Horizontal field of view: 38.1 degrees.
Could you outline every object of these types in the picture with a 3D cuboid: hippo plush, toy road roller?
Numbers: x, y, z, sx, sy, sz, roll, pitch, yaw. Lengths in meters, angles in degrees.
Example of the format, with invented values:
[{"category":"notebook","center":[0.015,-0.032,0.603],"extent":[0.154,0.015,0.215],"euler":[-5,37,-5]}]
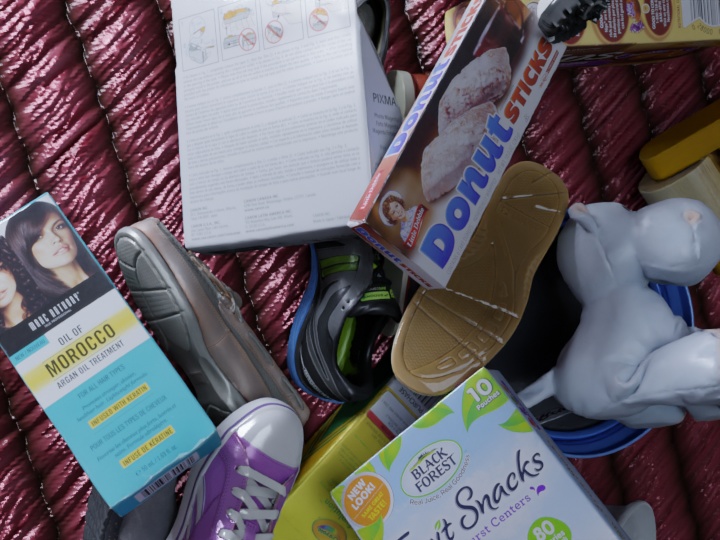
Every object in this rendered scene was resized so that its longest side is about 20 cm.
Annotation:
[{"category":"hippo plush","center":[0.207,0.031,0.787],"extent":[0.199,0.159,0.161],"euler":[-10,73,22]},{"category":"toy road roller","center":[0.339,-0.104,0.877],"extent":[0.200,0.146,0.123],"euler":[-32,104,22]}]

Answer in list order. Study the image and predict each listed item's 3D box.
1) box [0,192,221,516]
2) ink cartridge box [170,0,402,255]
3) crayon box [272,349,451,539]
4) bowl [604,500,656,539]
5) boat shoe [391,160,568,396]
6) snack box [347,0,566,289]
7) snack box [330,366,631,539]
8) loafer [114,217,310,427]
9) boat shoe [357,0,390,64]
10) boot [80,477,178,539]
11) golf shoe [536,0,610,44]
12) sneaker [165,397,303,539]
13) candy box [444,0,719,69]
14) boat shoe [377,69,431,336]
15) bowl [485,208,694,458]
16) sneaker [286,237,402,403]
[{"category":"box","center":[-0.180,0.053,0.680],"extent":[0.082,0.049,0.200],"euler":[-35,77,-15]},{"category":"ink cartridge box","center":[-0.052,-0.118,0.711],"extent":[0.057,0.162,0.201],"euler":[8,78,-56]},{"category":"crayon box","center":[0.016,0.165,0.790],"extent":[0.200,0.051,0.127],"euler":[-46,104,-13]},{"category":"bowl","center":[0.151,0.262,0.797],"extent":[0.201,0.090,0.202],"euler":[-32,128,-52]},{"category":"boat shoe","center":[0.086,0.013,0.759],"extent":[0.074,0.069,0.200],"euler":[35,68,5]},{"category":"snack box","center":[0.066,-0.090,0.673],"extent":[0.072,0.024,0.200],"euler":[38,68,-24]},{"category":"snack box","center":[0.094,0.186,0.691],"extent":[0.142,0.053,0.200],"euler":[-40,70,9]},{"category":"loafer","center":[-0.103,0.046,0.745],"extent":[0.063,0.072,0.200],"euler":[-37,109,-32]},{"category":"boat shoe","center":[-0.032,-0.116,0.760],"extent":[0.073,0.065,0.201],"euler":[18,86,-21]},{"category":"boot","center":[-0.130,0.192,0.741],"extent":[0.131,0.070,0.201],"euler":[26,89,-24]},{"category":"golf shoe","center":[0.157,-0.244,0.711],"extent":[0.094,0.078,0.200],"euler":[32,71,4]},{"category":"sneaker","center":[-0.077,0.184,0.671],"extent":[0.073,0.114,0.201],"euler":[32,79,-29]},{"category":"candy box","center":[0.180,-0.190,0.805],"extent":[0.199,0.117,0.057],"euler":[-9,94,-19]},{"category":"boat shoe","center":[0.044,-0.050,0.788],"extent":[0.062,0.071,0.201],"euler":[3,91,-28]},{"category":"bowl","center":[0.177,0.049,0.850],"extent":[0.200,0.039,0.202],"euler":[-1,92,-19]},{"category":"sneaker","center":[0.000,0.000,0.748],"extent":[0.071,0.083,0.200],"euler":[-3,105,-45]}]
